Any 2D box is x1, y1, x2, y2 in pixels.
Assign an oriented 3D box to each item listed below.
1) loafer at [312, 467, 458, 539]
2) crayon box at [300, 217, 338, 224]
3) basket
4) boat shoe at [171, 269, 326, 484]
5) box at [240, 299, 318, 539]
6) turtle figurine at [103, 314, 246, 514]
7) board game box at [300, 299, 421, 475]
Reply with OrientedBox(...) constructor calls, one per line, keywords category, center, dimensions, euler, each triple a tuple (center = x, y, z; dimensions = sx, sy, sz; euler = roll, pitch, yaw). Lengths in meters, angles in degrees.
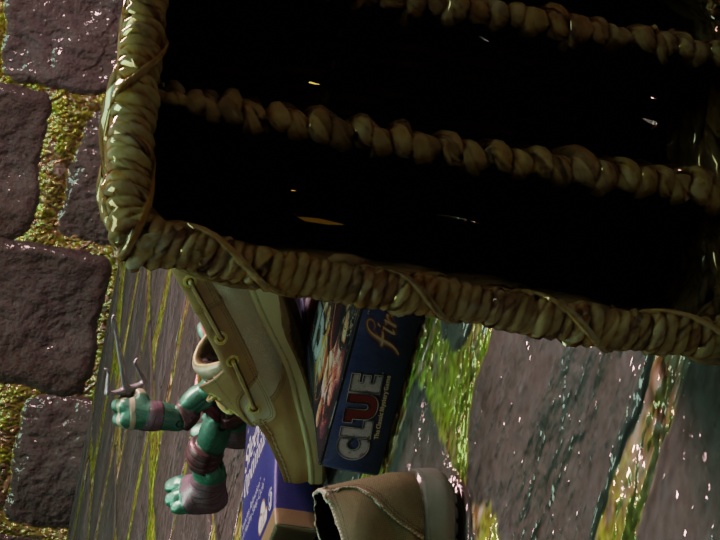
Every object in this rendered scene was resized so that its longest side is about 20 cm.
OrientedBox(category="loafer", center=(0.002, 0.179, 0.953), dimensions=(0.075, 0.069, 0.201), euler=(114, 162, -55))
OrientedBox(category="crayon box", center=(-0.036, -0.061, 1.146), dimensions=(0.051, 0.127, 0.200), euler=(59, 173, -24))
OrientedBox(category="basket", center=(0.026, -0.059, 0.664), dimensions=(0.149, 0.199, 0.144), euler=(-153, 73, -82))
OrientedBox(category="boat shoe", center=(-0.066, 0.045, 1.271), dimensions=(0.074, 0.066, 0.201), euler=(-100, -5, -58))
OrientedBox(category="box", center=(-0.050, 0.106, 1.409), dimensions=(0.121, 0.032, 0.201), euler=(112, 164, -53))
OrientedBox(category="turtle figurine", center=(-0.106, 0.075, 1.532), dimensions=(0.150, 0.100, 0.201), euler=(-45, -29, -35))
OrientedBox(category="board game box", center=(0.000, 0.000, 1.209), dimensions=(0.200, 0.034, 0.136), euler=(-100, 21, -61))
